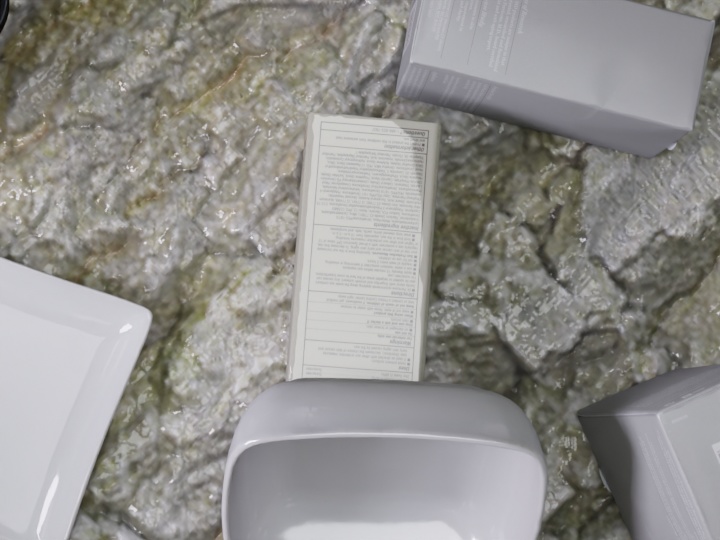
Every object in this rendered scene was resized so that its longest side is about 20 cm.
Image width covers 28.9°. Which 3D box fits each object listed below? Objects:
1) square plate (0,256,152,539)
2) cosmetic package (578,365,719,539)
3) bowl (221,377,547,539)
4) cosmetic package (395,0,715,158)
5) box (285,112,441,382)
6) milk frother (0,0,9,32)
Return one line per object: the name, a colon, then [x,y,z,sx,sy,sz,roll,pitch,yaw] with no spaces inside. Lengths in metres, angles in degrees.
square plate: [-0.267,0.086,0.951,0.200,0.028,0.198,20,82,-2]
cosmetic package: [0.215,0.122,0.890,0.090,0.200,0.107,-23,88,-4]
bowl: [0.013,0.137,0.900,0.200,0.200,0.075,2,49,-2]
cosmetic package: [0.131,-0.146,0.968,0.200,0.107,0.090,11,83,-5]
box: [0.000,0.000,0.955,0.095,0.078,0.200,6,83,-4]
milk frother: [-0.322,-0.129,0.891,0.200,0.188,0.181,16,83,-3]
